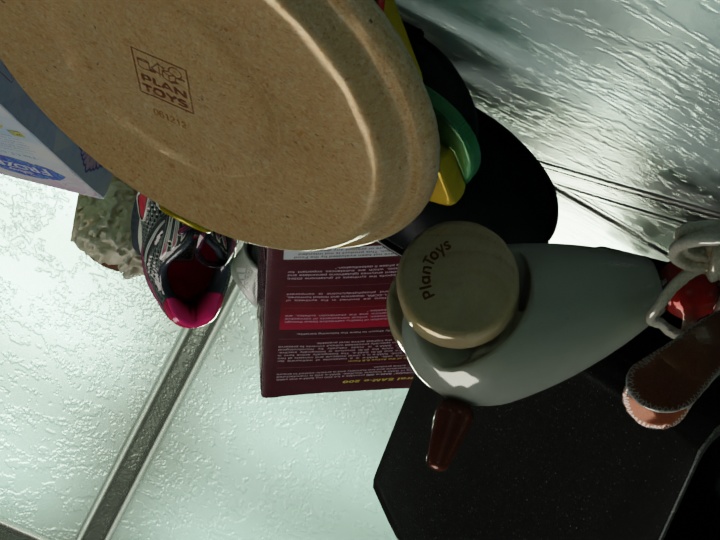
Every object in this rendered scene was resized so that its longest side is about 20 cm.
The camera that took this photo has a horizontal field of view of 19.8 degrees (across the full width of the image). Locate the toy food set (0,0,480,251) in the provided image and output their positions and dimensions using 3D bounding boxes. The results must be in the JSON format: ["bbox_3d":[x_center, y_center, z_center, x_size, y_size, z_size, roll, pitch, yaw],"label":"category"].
[{"bbox_3d":[-0.056,-0.080,0.702,0.199,0.049,0.198,15,147,32],"label":"toy food set"}]

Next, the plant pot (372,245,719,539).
[{"bbox_3d":[0.126,0.094,1.034,0.177,0.201,0.199,38,-149,31],"label":"plant pot"}]

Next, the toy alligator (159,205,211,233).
[{"bbox_3d":[-0.098,-0.066,1.087,0.054,0.060,0.200,27,-176,-18],"label":"toy alligator"}]

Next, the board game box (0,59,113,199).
[{"bbox_3d":[-0.229,-0.105,0.909,0.199,0.041,0.200,14,165,21],"label":"board game box"}]

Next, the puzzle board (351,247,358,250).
[{"bbox_3d":[-0.087,-0.096,0.933,0.200,0.017,0.151,28,-149,-45],"label":"puzzle board"}]

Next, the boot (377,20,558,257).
[{"bbox_3d":[0.017,-0.051,0.857,0.200,0.077,0.168,34,-179,-16],"label":"boot"}]

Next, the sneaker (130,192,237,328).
[{"bbox_3d":[-0.097,-0.056,1.237,0.080,0.201,0.075,-7,-138,-11],"label":"sneaker"}]

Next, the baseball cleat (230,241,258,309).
[{"bbox_3d":[-0.036,-0.028,1.186,0.106,0.070,0.201,-7,129,18],"label":"baseball cleat"}]

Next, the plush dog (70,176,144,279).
[{"bbox_3d":[-0.098,-0.087,1.394,0.171,0.161,0.200,10,-159,-8],"label":"plush dog"}]

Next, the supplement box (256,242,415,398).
[{"bbox_3d":[0.000,0.000,1.088,0.108,0.061,0.200,-2,152,-6],"label":"supplement box"}]

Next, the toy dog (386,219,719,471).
[{"bbox_3d":[0.097,0.037,0.837,0.199,0.097,0.132,0,170,23],"label":"toy dog"}]
